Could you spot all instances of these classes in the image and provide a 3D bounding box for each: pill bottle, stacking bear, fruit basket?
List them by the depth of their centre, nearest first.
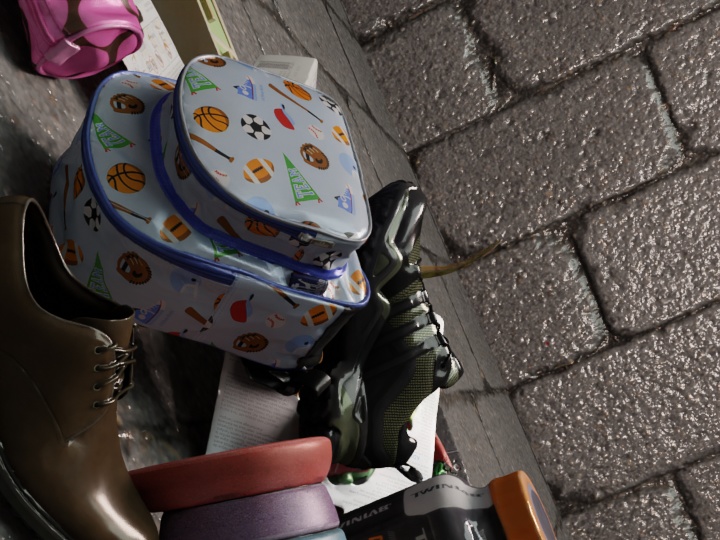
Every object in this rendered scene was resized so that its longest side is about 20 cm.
[{"bbox_3d":[-0.052,0.196,0.584,0.114,0.121,0.201,-28,-110,60],"label":"stacking bear"},{"bbox_3d":[0.028,0.199,0.719,0.106,0.199,0.106,61,11,-20],"label":"pill bottle"},{"bbox_3d":[-0.022,0.093,0.816,0.185,0.094,0.201,22,63,-25],"label":"fruit basket"}]

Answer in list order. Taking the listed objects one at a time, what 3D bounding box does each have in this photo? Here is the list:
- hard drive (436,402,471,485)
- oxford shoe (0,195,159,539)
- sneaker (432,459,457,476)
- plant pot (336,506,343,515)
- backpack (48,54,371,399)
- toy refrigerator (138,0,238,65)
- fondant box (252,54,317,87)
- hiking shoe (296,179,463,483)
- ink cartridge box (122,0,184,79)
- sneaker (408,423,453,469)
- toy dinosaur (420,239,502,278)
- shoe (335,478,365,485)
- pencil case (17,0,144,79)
[{"bbox_3d":[0.043,0.163,1.127,0.140,0.038,0.201,114,-36,-51],"label":"hard drive"},{"bbox_3d":[-0.138,0.058,0.526,0.073,0.084,0.201,-77,143,-76],"label":"oxford shoe"},{"bbox_3d":[0.033,0.234,0.838,0.078,0.085,0.201,53,46,-42],"label":"sneaker"},{"bbox_3d":[0.016,0.264,1.000,0.200,0.027,0.200,61,11,-20],"label":"plant pot"},{"bbox_3d":[-0.094,-0.040,0.697,0.190,0.154,0.200,9,41,-26],"label":"backpack"},{"bbox_3d":[-0.165,-0.229,1.080,0.076,0.070,0.201,27,41,-75],"label":"toy refrigerator"},{"bbox_3d":[-0.075,-0.078,0.974,0.144,0.058,0.201,-84,178,-70],"label":"fondant box"},{"bbox_3d":[0.023,0.041,0.761,0.100,0.201,0.076,18,-7,-25],"label":"hiking shoe"},{"bbox_3d":[-0.166,-0.129,0.916,0.200,0.057,0.163,58,12,-18],"label":"ink cartridge box"},{"bbox_3d":[0.032,0.155,1.028,0.200,0.078,0.116,47,3,32],"label":"sneaker"},{"bbox_3d":[0.000,0.000,0.885,0.106,0.199,0.061,139,-43,-75],"label":"toy dinosaur"},{"bbox_3d":[-0.037,0.116,0.914,0.200,0.071,0.091,52,-1,3],"label":"shoe"},{"bbox_3d":[-0.221,-0.233,0.759,0.094,0.090,0.201,-44,111,-79],"label":"pencil case"}]
